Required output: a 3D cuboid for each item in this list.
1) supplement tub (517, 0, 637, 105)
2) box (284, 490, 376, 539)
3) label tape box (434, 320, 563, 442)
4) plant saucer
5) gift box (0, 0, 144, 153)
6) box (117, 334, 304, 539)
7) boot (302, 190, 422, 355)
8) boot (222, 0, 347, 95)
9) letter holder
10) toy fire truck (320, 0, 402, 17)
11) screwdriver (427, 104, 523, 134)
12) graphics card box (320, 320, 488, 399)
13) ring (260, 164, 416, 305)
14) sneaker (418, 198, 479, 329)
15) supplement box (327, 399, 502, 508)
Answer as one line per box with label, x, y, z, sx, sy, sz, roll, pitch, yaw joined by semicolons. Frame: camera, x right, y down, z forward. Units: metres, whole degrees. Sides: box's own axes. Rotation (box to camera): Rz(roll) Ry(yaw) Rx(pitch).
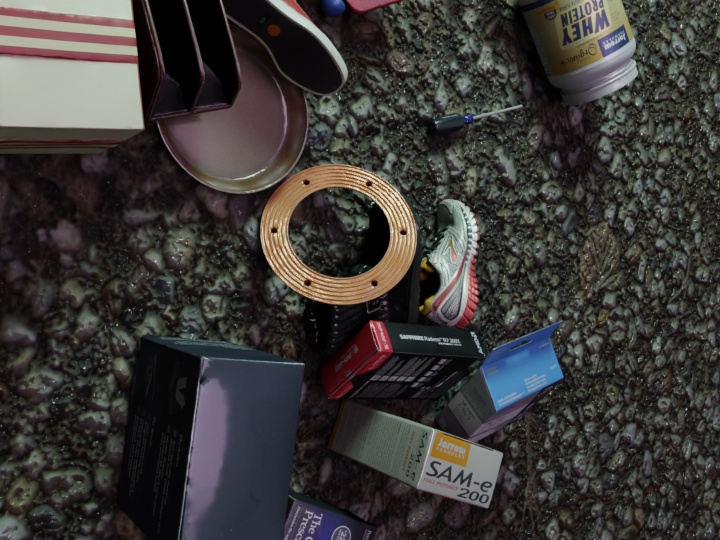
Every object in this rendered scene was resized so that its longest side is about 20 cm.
supplement tub;0.353;-0.384;1.106;0.144;0.144;0.200;-38;111;-27
box;-0.085;0.394;0.871;0.141;0.079;0.200;31;74;-33
label tape box;0.213;0.170;0.997;0.144;0.200;0.063;-17;60;-32
plant saucer;-0.156;-0.193;0.838;0.200;0.032;0.201;-1;92;-33
gift box;-0.319;-0.184;0.638;0.186;0.184;0.201;-6;88;-35
box;-0.166;0.180;0.738;0.117;0.200;0.197;9;87;-34
boot;0.001;0.001;0.918;0.157;0.079;0.212;-6;95;-34
boot;-0.086;-0.319;0.845;0.200;0.072;0.145;39;38;-33
letter holder;-0.195;-0.279;0.714;0.100;0.142;0.201;-16;88;-23
toy fire truck;-0.015;-0.427;0.896;0.168;0.112;0.200;-44;115;1
screwdriver;0.186;-0.238;1.063;0.200;0.029;0.028;-19;101;-27
graphics card box;0.061;0.125;0.926;0.200;0.126;0.051;9;48;-36
ring;-0.027;-0.047;0.877;0.200;0.019;0.201;3;66;-6
sneaker;0.121;-0.018;0.981;0.082;0.078;0.201;11;60;-13
supplement box;0.065;0.234;0.893;0.126;0.200;0.074;25;78;-31
